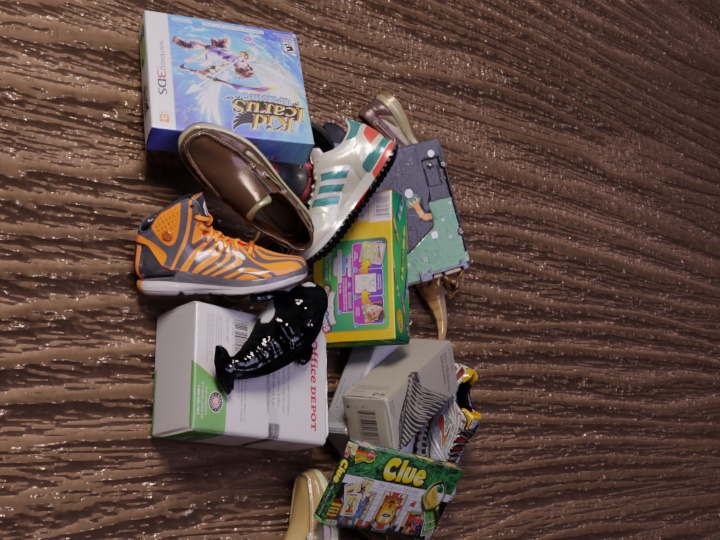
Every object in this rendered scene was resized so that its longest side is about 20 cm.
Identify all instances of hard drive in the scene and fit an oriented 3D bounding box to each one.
[{"bbox_3d":[0.075,-0.082,1.378,0.139,0.038,0.202,-16,91,-15],"label":"hard drive"}]

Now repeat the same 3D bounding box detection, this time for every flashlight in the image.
[{"bbox_3d":[-0.131,-0.131,1.191,0.199,0.068,0.068,19,28,-40],"label":"flashlight"}]

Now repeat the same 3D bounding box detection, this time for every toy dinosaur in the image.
[{"bbox_3d":[0.114,0.032,1.433,0.106,0.060,0.202,-19,83,-28],"label":"toy dinosaur"}]

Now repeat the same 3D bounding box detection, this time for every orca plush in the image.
[{"bbox_3d":[-0.087,0.061,1.064,0.199,0.071,0.106,-19,85,-51],"label":"orca plush"}]

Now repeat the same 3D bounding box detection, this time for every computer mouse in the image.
[{"bbox_3d":[-0.033,-0.119,1.330,0.058,0.034,0.202,9,72,-45],"label":"computer mouse"}]

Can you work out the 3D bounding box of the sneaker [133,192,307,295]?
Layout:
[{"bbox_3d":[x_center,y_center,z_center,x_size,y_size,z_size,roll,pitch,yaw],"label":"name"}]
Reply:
[{"bbox_3d":[-0.159,-0.032,1.059,0.198,0.078,0.113,-2,98,-8],"label":"sneaker"}]

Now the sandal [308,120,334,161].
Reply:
[{"bbox_3d":[-0.124,-0.182,1.228,0.199,0.075,0.048,23,54,-30],"label":"sandal"}]

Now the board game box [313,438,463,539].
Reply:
[{"bbox_3d":[0.039,0.274,1.149,0.199,0.023,0.106,22,92,-42],"label":"board game box"}]

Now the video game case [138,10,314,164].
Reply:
[{"bbox_3d":[-0.165,-0.223,1.135,0.198,0.046,0.183,3,60,-23],"label":"video game case"}]

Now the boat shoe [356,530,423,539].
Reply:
[{"bbox_3d":[0.020,0.326,1.225,0.068,0.072,0.200,-39,128,-3],"label":"boat shoe"}]

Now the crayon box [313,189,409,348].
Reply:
[{"bbox_3d":[0.000,0.000,1.244,0.058,0.118,0.202,20,68,-65],"label":"crayon box"}]

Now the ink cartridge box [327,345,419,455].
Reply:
[{"bbox_3d":[0.030,0.186,1.294,0.174,0.043,0.201,59,41,-40],"label":"ink cartridge box"}]

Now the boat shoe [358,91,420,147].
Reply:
[{"bbox_3d":[0.061,-0.174,1.434,0.072,0.072,0.201,-38,117,-14],"label":"boat shoe"}]

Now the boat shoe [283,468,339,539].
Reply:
[{"bbox_3d":[-0.070,0.343,1.123,0.076,0.072,0.202,3,73,-29],"label":"boat shoe"}]

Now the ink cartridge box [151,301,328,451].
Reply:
[{"bbox_3d":[-0.138,0.132,1.100,0.199,0.084,0.148,18,64,-42],"label":"ink cartridge box"}]

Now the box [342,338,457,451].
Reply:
[{"bbox_3d":[0.057,0.163,1.233,0.200,0.068,0.083,-33,118,-55],"label":"box"}]

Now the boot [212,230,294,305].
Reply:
[{"bbox_3d":[-0.106,-0.025,1.193,0.074,0.075,0.200,56,42,-11],"label":"boot"}]

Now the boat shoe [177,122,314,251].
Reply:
[{"bbox_3d":[-0.123,-0.093,1.074,0.202,0.075,0.075,37,12,-32],"label":"boat shoe"}]

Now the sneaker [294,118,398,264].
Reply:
[{"bbox_3d":[-0.039,-0.104,1.194,0.093,0.070,0.200,36,88,6],"label":"sneaker"}]

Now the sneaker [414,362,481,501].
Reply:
[{"bbox_3d":[0.129,0.230,1.336,0.078,0.081,0.202,15,75,-58],"label":"sneaker"}]
